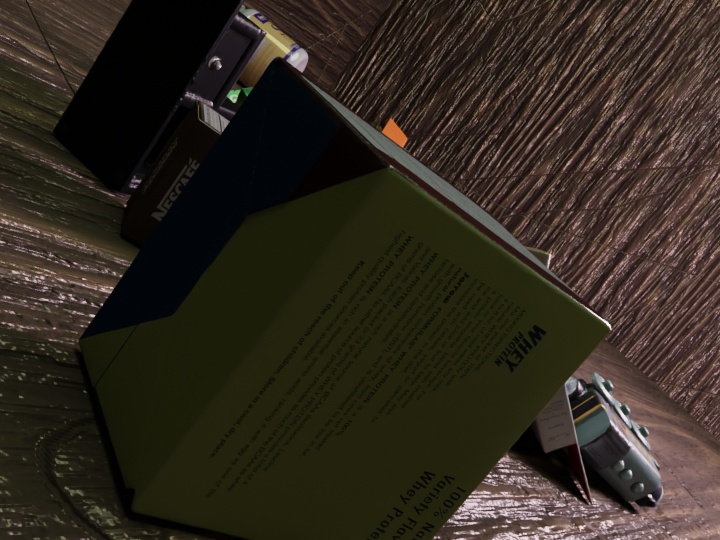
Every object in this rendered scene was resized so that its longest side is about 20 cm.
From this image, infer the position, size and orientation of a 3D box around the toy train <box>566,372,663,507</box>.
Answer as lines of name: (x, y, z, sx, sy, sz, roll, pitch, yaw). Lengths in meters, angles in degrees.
toy train: (0.313, 0.217, 1.099, 0.200, 0.085, 0.115, 47, 19, -29)

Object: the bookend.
bookend: (-0.155, -0.173, 0.837, 0.092, 0.200, 0.200, 38, 10, 14)

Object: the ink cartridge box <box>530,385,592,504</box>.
ink cartridge box: (0.208, 0.154, 1.035, 0.200, 0.043, 0.176, -102, 177, -69)

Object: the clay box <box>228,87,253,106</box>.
clay box: (-0.081, -0.169, 1.120, 0.114, 0.048, 0.202, -17, 69, -38)

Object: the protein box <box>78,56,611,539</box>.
protein box: (-0.009, 0.035, 0.489, 0.199, 0.199, 0.135, 29, 15, -40)

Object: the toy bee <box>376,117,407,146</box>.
toy bee: (-0.010, -0.114, 1.041, 0.132, 0.108, 0.200, 58, 26, 3)

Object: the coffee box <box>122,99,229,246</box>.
coffee box: (-0.086, -0.034, 0.739, 0.199, 0.115, 0.080, 33, 12, -21)

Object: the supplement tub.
supplement tub: (-0.230, -0.478, 1.925, 0.199, 0.146, 0.145, 39, 11, -1)

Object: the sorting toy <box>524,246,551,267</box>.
sorting toy: (0.115, -0.008, 1.041, 0.195, 0.071, 0.200, 12, 5, 7)
